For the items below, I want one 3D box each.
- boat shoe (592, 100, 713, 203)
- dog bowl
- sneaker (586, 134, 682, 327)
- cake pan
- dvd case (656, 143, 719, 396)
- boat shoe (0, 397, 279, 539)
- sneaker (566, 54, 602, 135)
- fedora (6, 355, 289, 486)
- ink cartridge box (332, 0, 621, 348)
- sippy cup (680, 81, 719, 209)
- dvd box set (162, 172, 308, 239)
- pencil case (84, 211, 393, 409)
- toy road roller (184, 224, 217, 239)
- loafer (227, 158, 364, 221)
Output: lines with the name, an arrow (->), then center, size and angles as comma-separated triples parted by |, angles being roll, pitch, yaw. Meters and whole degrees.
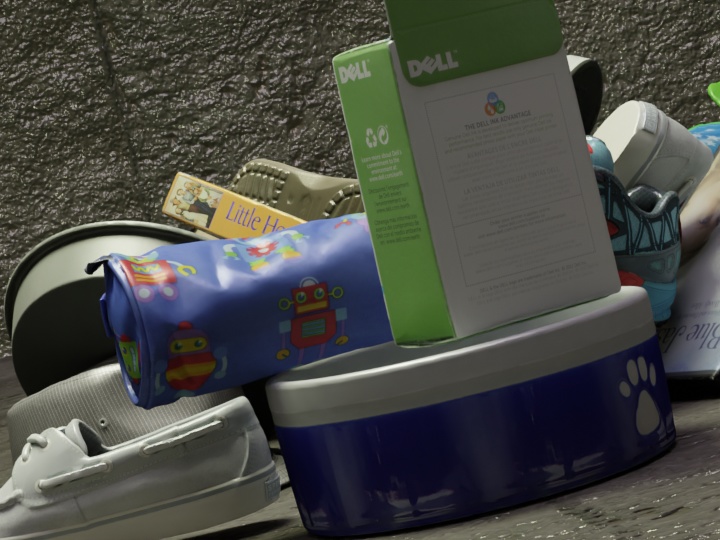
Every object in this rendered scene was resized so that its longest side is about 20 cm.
boat shoe -> 0.136, -0.016, 1.747 | 0.200, 0.068, 0.072 | -55, 17, 28
dog bowl -> 0.056, 0.070, 1.483 | 0.199, 0.079, 0.200 | -14, 3, 1
sneaker -> 0.100, -0.033, 1.628 | 0.199, 0.096, 0.079 | 14, 2, -41
cake pan -> -0.128, 0.054, 1.815 | 0.199, 0.201, 0.037 | -12, 40, 26
dvd case -> 0.212, -0.009, 1.692 | 0.201, 0.018, 0.142 | -57, 23, -21
boat shoe -> -0.145, 0.113, 1.551 | 0.199, 0.069, 0.072 | -13, 3, 13
sneaker -> 0.051, -0.080, 1.817 | 0.120, 0.084, 0.200 | 17, 43, 31
fedora -> -0.131, 0.095, 1.739 | 0.199, 0.091, 0.177 | -12, 4, 28
ink cartridge box -> 0.051, -0.072, 1.440 | 0.103, 0.201, 0.059 | -15, 3, -31
sippy cup -> 0.194, -0.030, 1.851 | 0.130, 0.179, 0.139 | 3, 1, -43
dvd box set -> 0.000, 0.000, 1.706 | 0.199, 0.030, 0.146 | 22, -2, 40
pencil case -> -0.039, 0.010, 1.499 | 0.199, 0.079, 0.087 | -14, 25, -19
toy road roller -> -0.058, 0.056, 1.988 | 0.199, 0.147, 0.123 | 21, 17, -10
loafer -> -0.003, -0.022, 1.883 | 0.199, 0.076, 0.068 | 27, 6, 43
